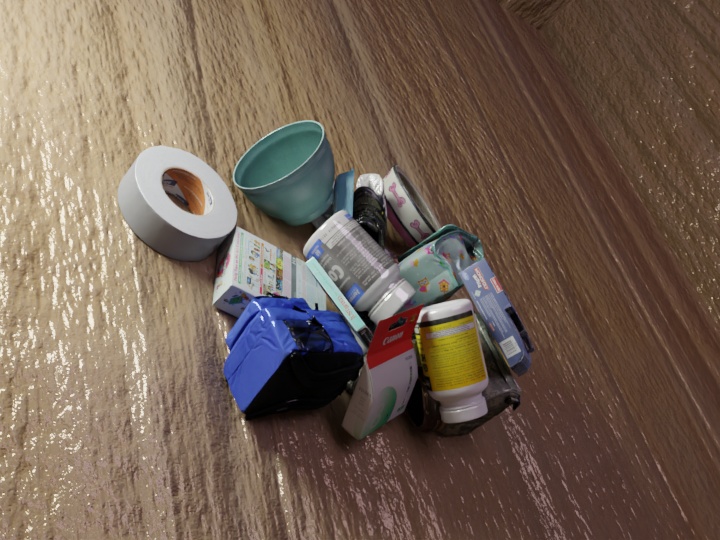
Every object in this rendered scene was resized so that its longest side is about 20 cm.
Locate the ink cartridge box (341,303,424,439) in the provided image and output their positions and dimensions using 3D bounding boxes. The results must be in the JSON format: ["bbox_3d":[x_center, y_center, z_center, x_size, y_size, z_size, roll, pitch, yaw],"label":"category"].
[{"bbox_3d":[0.053,0.166,1.375,0.050,0.202,0.160,31,23,23],"label":"ink cartridge box"}]

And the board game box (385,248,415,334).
[{"bbox_3d":[0.074,0.048,1.719,0.135,0.035,0.202,32,36,-24],"label":"board game box"}]

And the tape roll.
[{"bbox_3d":[-0.311,-0.116,1.413,0.199,0.066,0.202,30,37,-26],"label":"tape roll"}]

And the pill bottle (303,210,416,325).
[{"bbox_3d":[0.000,0.000,1.491,0.200,0.114,0.114,46,32,7],"label":"pill bottle"}]

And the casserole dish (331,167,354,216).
[{"bbox_3d":[-0.037,-0.106,1.651,0.038,0.121,0.204,3,81,-5],"label":"casserole dish"}]

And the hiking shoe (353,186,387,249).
[{"bbox_3d":[0.020,-0.089,1.629,0.074,0.101,0.203,-7,65,-2],"label":"hiking shoe"}]

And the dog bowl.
[{"bbox_3d":[0.107,-0.137,1.873,0.201,0.073,0.201,52,13,-17],"label":"dog bowl"}]

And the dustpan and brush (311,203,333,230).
[{"bbox_3d":[-0.094,-0.185,1.746,0.201,0.057,0.139,53,33,9],"label":"dustpan and brush"}]

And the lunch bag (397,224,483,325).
[{"bbox_3d":[0.148,-0.001,1.666,0.123,0.170,0.200,55,33,-1],"label":"lunch bag"}]

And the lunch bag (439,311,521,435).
[{"bbox_3d":[0.204,0.199,1.587,0.138,0.168,0.202,8,49,-44],"label":"lunch bag"}]

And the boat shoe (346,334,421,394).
[{"bbox_3d":[0.049,0.164,1.491,0.060,0.073,0.201,27,42,36],"label":"boat shoe"}]

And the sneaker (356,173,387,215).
[{"bbox_3d":[0.020,-0.092,1.758,0.130,0.078,0.202,66,21,-71],"label":"sneaker"}]

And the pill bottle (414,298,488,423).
[{"bbox_3d":[0.163,0.160,1.461,0.112,0.111,0.203,-13,91,-54],"label":"pill bottle"}]

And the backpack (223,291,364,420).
[{"bbox_3d":[-0.099,0.127,1.314,0.198,0.163,0.169,8,46,-44],"label":"backpack"}]

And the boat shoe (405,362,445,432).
[{"bbox_3d":[0.099,0.206,1.546,0.070,0.070,0.202,11,47,-46],"label":"boat shoe"}]

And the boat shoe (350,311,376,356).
[{"bbox_3d":[0.000,0.077,1.559,0.071,0.069,0.202,11,46,-14],"label":"boat shoe"}]

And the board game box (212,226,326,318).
[{"bbox_3d":[-0.155,0.032,1.441,0.199,0.064,0.149,30,35,-28],"label":"board game box"}]

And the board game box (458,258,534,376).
[{"bbox_3d":[0.275,0.097,1.583,0.202,0.061,0.200,64,10,19],"label":"board game box"}]

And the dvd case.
[{"bbox_3d":[-0.025,0.066,1.382,0.147,0.022,0.200,52,-3,18],"label":"dvd case"}]

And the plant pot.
[{"bbox_3d":[-0.129,-0.175,1.599,0.202,0.198,0.135,-86,152,-49],"label":"plant pot"}]
